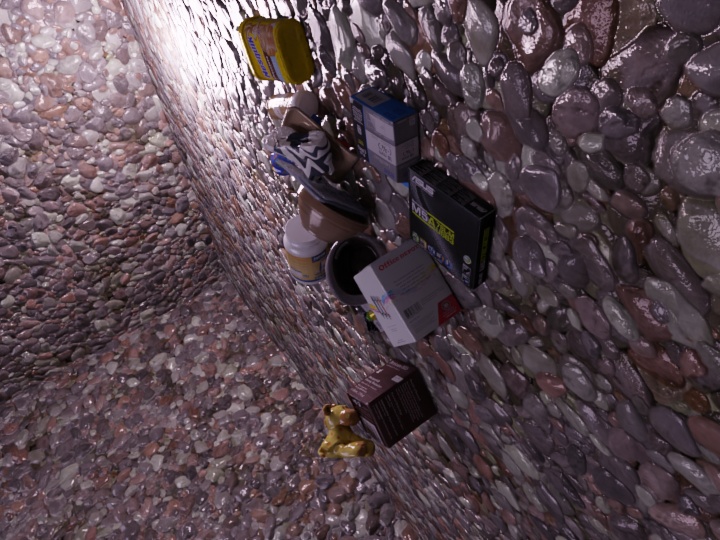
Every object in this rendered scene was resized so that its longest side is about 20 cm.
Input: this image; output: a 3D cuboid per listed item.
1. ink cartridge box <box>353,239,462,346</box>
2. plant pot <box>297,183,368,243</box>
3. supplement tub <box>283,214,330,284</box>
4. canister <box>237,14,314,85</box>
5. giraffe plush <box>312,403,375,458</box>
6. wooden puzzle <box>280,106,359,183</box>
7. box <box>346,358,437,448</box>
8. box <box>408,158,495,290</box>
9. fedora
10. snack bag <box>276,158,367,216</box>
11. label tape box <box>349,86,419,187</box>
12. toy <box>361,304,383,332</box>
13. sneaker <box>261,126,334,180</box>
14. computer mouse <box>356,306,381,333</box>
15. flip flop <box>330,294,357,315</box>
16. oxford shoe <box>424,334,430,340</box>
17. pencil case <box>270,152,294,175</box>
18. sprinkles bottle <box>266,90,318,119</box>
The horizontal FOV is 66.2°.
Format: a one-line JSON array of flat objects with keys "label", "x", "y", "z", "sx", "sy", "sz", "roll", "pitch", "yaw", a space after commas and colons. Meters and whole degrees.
[{"label": "ink cartridge box", "x": 0.105, "y": 0.051, "z": 1.285, "sx": 0.201, "sy": 0.145, "sz": 0.145, "roll": 60, "pitch": 160, "yaw": 1}, {"label": "plant pot", "x": -0.084, "y": -0.133, "z": 1.397, "sx": 0.200, "sy": 0.093, "sz": 0.201, "roll": 30, "pitch": -164, "yaw": -10}, {"label": "supplement tub", "x": -0.168, "y": -0.067, "z": 1.765, "sx": 0.145, "sy": 0.144, "sz": 0.201, "roll": 46, "pitch": 156, "yaw": 32}, {"label": "canister", "x": -0.200, "y": -0.522, "z": 1.308, "sx": 0.200, "sy": 0.086, "sz": 0.150, "roll": 32, "pitch": 146, "yaw": 49}, {"label": "giraffe plush", "x": -0.054, "y": 0.498, "z": 1.724, "sx": 0.173, "sy": 0.197, "sz": 0.164, "roll": 83, "pitch": -175, "yaw": -71}, {"label": "wooden puzzle", "x": -0.102, "y": -0.312, "z": 1.364, "sx": 0.199, "sy": 0.047, "sz": 0.185, "roll": 35, "pitch": 161, "yaw": -8}, {"label": "box", "x": 0.095, "y": 0.407, "z": 1.715, "sx": 0.166, "sy": 0.199, "sz": 0.165, "roll": 5, "pitch": 123, "yaw": 65}, {"label": "box", "x": 0.171, "y": -0.089, "z": 1.081, "sx": 0.200, "sy": 0.047, "sz": 0.194, "roll": 45, "pitch": 157, "yaw": 34}, {"label": "fedora", "x": 0.000, "y": 0.000, "z": 1.475, "sx": 0.090, "sy": 0.175, "sz": 0.202, "roll": 34, "pitch": -145, "yaw": -70}, {"label": "snack bag", "x": -0.095, "y": -0.212, "z": 1.401, "sx": 0.188, "sy": 0.022, "sz": 0.200, "roll": 12, "pitch": -153, "yaw": -52}, {"label": "label tape box", "x": 0.053, "y": -0.247, "z": 1.118, "sx": 0.144, "sy": 0.063, "sz": 0.201, "roll": 43, "pitch": 154, "yaw": 39}, {"label": "toy", "x": 0.073, "y": 0.096, "z": 1.554, "sx": 0.116, "sy": 0.047, "sz": 0.200, "roll": 52, "pitch": 149, "yaw": 3}, {"label": "sneaker", "x": -0.142, "y": -0.271, "z": 1.329, "sx": 0.197, "sy": 0.080, "sz": 0.130, "roll": 7, "pitch": 142, "yaw": 31}, {"label": "computer mouse", "x": 0.027, "y": 0.135, "z": 1.725, "sx": 0.141, "sy": 0.046, "sz": 0.200, "roll": 58, "pitch": 160, "yaw": 8}, {"label": "flip flop", "x": -0.066, "y": 0.121, "z": 1.909, "sx": 0.200, "sy": 0.057, "sz": 0.082, "roll": 8, "pitch": 126, "yaw": 65}, {"label": "oxford shoe", "x": 0.134, "y": 0.104, "z": 1.417, "sx": 0.071, "sy": 0.071, "sz": 0.200, "roll": 17, "pitch": 150, "yaw": 53}, {"label": "pencil case", "x": -0.208, "y": -0.339, "z": 1.580, "sx": 0.086, "sy": 0.079, "sz": 0.200, "roll": 32, "pitch": 162, "yaw": -10}, {"label": "sprinkles bottle", "x": -0.177, "y": -0.421, "z": 1.414, "sx": 0.200, "sy": 0.068, "sz": 0.069, "roll": 25, "pitch": 141, "yaw": 58}]
